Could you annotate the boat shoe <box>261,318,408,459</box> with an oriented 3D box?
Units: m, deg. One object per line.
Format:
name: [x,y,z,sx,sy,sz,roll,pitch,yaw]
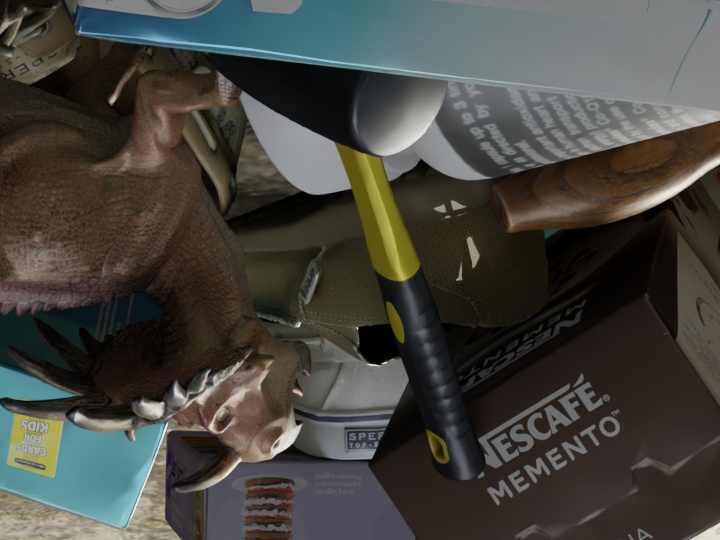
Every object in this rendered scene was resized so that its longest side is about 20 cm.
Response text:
boat shoe: [-0.026,0.022,1.175,0.074,0.086,0.202,-3,-172,-16]

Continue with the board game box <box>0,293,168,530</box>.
board game box: [-0.160,0.002,0.918,0.199,0.151,0.047,19,114,-8]

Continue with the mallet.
mallet: [0.015,-0.003,0.791,0.066,0.041,0.200,25,149,44]

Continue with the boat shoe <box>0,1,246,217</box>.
boat shoe: [-0.099,-0.075,0.919,0.073,0.063,0.200,-17,155,31]

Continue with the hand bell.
hand bell: [0.136,-0.051,0.895,0.199,0.104,0.104,-20,161,-11]

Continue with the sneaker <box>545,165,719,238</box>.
sneaker: [0.107,0.002,1.114,0.199,0.094,0.070,-24,152,39]

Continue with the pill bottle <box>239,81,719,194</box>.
pill bottle: [0.063,-0.093,0.838,0.199,0.114,0.114,-14,157,22]

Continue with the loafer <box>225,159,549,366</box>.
loafer: [0.000,0.000,0.973,0.076,0.068,0.200,-23,-176,-26]

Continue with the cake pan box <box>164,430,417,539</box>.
cake pan box: [0.020,0.100,1.185,0.199,0.053,0.184,1,-178,-7]

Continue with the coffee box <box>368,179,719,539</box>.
coffee box: [0.083,0.040,0.964,0.113,0.080,0.200,-32,-172,16]

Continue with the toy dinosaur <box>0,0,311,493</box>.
toy dinosaur: [-0.100,-0.015,0.821,0.199,0.136,0.086,17,-177,-3]

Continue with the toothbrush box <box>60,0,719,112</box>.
toothbrush box: [0.029,-0.127,0.679,0.199,0.085,0.147,5,113,-18]
